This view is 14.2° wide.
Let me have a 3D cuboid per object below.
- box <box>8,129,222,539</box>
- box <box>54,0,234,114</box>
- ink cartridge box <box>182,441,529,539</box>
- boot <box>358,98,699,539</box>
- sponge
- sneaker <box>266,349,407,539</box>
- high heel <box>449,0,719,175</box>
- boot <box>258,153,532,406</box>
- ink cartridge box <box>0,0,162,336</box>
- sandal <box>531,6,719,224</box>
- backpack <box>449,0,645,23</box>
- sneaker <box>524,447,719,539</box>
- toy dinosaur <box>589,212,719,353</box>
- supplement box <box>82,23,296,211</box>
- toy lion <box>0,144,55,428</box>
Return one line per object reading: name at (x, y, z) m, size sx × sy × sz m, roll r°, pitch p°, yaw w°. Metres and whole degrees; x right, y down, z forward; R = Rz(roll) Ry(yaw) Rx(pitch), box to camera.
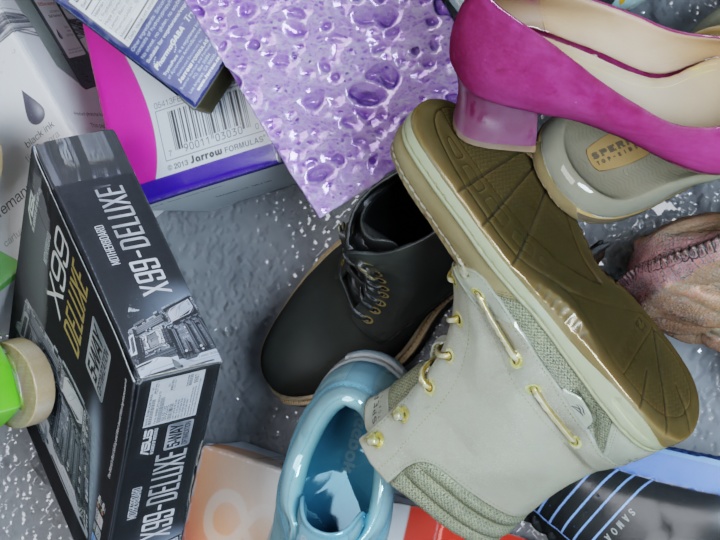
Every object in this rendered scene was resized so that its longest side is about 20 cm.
box at (-0.134, 0.050, 1.521) m, size 0.200 × 0.050 × 0.158 m, roll 106°, pitch 144°, yaw -51°
box at (-0.123, -0.188, 1.491) m, size 0.200 × 0.032 × 0.121 m, roll 37°, pitch 100°, yaw 15°
ink cartridge box at (-0.012, 0.196, 1.544) m, size 0.199 × 0.050 × 0.163 m, roll 17°, pitch 98°, yaw 29°
boot at (0.048, 0.030, 1.387) m, size 0.154 × 0.072 × 0.200 m, roll -34°, pitch 97°, yaw 39°
sponge at (-0.027, -0.141, 1.433) m, size 0.111 × 0.030 × 0.201 m, roll -32°, pitch 97°, yaw 7°
sneaker at (-0.021, 0.143, 1.486) m, size 0.073 × 0.082 × 0.201 m, roll 9°, pitch 101°, yaw 13°
high heel at (0.139, -0.094, 1.307) m, size 0.199 × 0.096 × 0.068 m, roll -5°, pitch 55°, yaw -7°
boot at (0.000, 0.000, 1.488) m, size 0.200 × 0.138 × 0.078 m, roll -41°, pitch 73°, yaw 21°
ink cartridge box at (-0.217, -0.084, 1.625) m, size 0.145 × 0.084 × 0.201 m, roll -38°, pitch 75°, yaw 22°
sandal at (0.168, -0.085, 1.387) m, size 0.080 × 0.199 × 0.054 m, roll 55°, pitch 148°, yaw 12°
backpack at (0.092, -0.201, 1.409) m, size 0.153 × 0.200 × 0.176 m, roll -39°, pitch 86°, yaw 25°
sneaker at (0.114, 0.120, 1.470) m, size 0.199 × 0.070 × 0.078 m, roll 11°, pitch 90°, yaw 26°
toy dinosaur at (0.152, 0.005, 1.409) m, size 0.135 × 0.200 × 0.086 m, roll 10°, pitch 65°, yaw -11°
supplement box at (-0.084, -0.141, 1.551) m, size 0.101 × 0.103 × 0.201 m, roll -15°, pitch 84°, yaw 25°
toy lion at (-0.262, 0.000, 1.572) m, size 0.191 × 0.068 × 0.201 m, roll -12°, pitch 91°, yaw 48°
